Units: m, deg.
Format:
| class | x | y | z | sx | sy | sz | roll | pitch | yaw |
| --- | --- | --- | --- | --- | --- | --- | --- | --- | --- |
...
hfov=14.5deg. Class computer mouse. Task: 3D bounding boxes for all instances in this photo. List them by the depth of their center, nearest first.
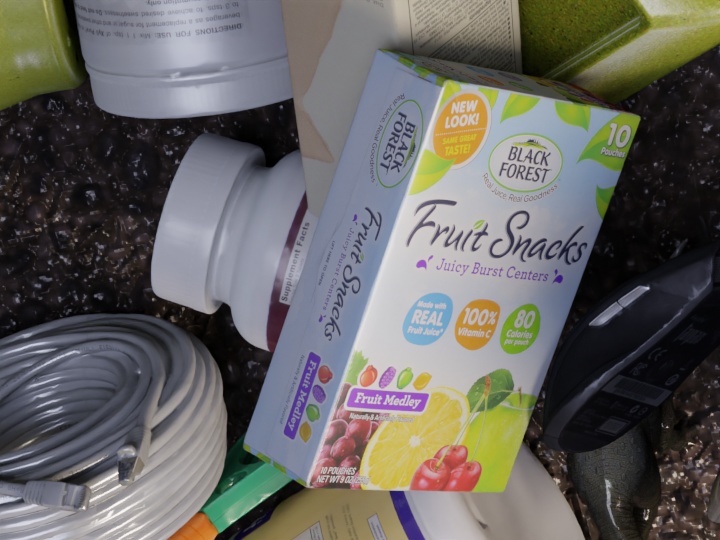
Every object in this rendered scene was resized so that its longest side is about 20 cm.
| class | x | y | z | sx | sy | sz | roll | pitch | yaw |
| --- | --- | --- | --- | --- | --- | --- | --- | --- | --- |
| computer mouse | 0.172 | 0.013 | 1.385 | 0.200 | 0.140 | 0.046 | -47 | 62 | 21 |

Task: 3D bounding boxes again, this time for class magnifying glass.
| class | x | y | z | sx | sy | sz | roll | pitch | yaw |
| --- | --- | --- | --- | --- | --- | --- | --- | --- | --- |
| magnifying glass | -0.071 | 0.120 | 1.487 | 0.080 | 0.200 | 0.022 | -14 | 115 | 53 |

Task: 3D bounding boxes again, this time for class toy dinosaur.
| class | x | y | z | sx | sy | sz | roll | pitch | yaw |
| --- | --- | --- | --- | --- | --- | --- | --- | --- | --- |
| toy dinosaur | 0.132 | 0.091 | 1.448 | 0.077 | 0.200 | 0.102 | 7 | 149 | 24 |

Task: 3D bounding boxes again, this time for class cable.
| class | x | y | z | sx | sy | sz | roll | pitch | yaw |
| --- | --- | --- | --- | --- | --- | --- | --- | --- | --- |
| cable | -0.164 | 0.094 | 1.497 | 0.200 | 0.200 | 0.069 | -6 | 118 | 28 |

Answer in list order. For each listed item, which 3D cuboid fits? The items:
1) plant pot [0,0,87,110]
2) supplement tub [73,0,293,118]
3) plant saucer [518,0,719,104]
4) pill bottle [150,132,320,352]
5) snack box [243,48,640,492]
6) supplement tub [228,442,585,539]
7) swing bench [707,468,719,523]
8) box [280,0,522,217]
| class | x | y | z | sx | sy | sz | roll | pitch | yaw |
| --- | --- | --- | --- | --- | --- | --- | --- | --- | --- |
| plant pot | -0.242 | -0.147 | 1.449 | 0.193 | 0.200 | 0.201 | -5 | 108 | 4 |
| supplement tub | -0.086 | -0.188 | 1.410 | 0.132 | 0.132 | 0.200 | -1 | 108 | 16 |
| plant saucer | 0.075 | -0.160 | 1.365 | 0.200 | 0.048 | 0.200 | 51 | 147 | -6 |
| pill bottle | 0.000 | 0.000 | 1.464 | 0.200 | 0.110 | 0.110 | 17 | 113 | 9 |
| snack box | 0.039 | 0.005 | 1.326 | 0.053 | 0.142 | 0.200 | 30 | 106 | 40 |
| supplement tub | 0.008 | 0.176 | 1.505 | 0.200 | 0.145 | 0.145 | -36 | 97 | 23 |
| swing bench | 0.301 | 0.072 | 1.360 | 0.200 | 0.130 | 0.199 | 31 | 143 | 6 |
| box | 0.021 | -0.111 | 1.350 | 0.078 | 0.095 | 0.200 | 26 | 140 | 31 |
